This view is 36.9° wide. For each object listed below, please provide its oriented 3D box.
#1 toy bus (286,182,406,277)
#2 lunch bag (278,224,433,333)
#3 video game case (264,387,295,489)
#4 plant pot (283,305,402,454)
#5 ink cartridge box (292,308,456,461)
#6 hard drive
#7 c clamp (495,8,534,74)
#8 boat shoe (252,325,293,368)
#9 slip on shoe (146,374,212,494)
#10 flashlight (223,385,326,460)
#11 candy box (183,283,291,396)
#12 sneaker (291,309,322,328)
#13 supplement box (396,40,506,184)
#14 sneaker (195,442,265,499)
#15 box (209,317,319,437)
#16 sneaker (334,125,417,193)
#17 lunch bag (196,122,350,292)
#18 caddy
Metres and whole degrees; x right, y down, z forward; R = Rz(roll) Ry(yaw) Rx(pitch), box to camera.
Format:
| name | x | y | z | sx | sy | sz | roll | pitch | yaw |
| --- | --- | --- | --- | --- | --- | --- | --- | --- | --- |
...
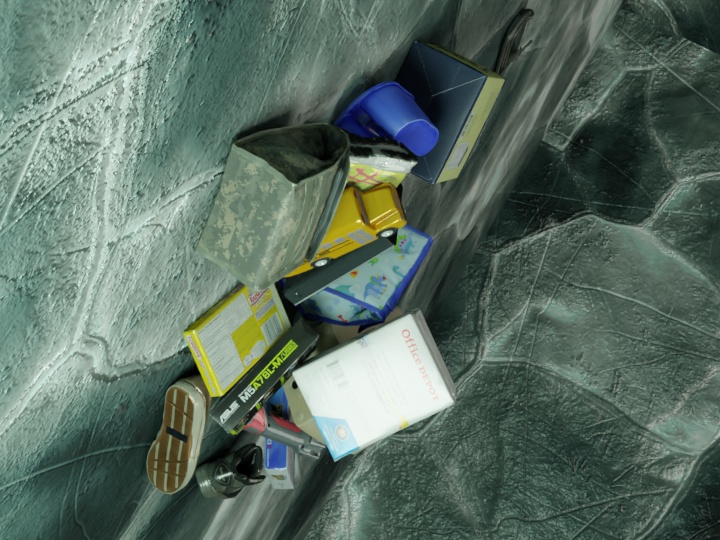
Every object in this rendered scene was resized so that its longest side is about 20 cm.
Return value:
| name | x | y | z | sx | sy | sz | roll | pitch | yaw |
| --- | --- | --- | --- | --- | --- | --- | --- | --- | --- |
| toy bus | -0.040 | -0.059 | 1.489 | 0.199 | 0.065 | 0.078 | -24 | 158 | 19 |
| lunch bag | 0.000 | 0.000 | 1.714 | 0.170 | 0.199 | 0.128 | -57 | 133 | -27 |
| video game case | -0.145 | 0.281 | 1.962 | 0.181 | 0.045 | 0.201 | 86 | 4 | -68 |
| plant pot | -0.026 | 0.179 | 1.819 | 0.200 | 0.201 | 0.177 | -33 | 154 | 27 |
| ink cartridge box | 0.026 | 0.166 | 1.619 | 0.199 | 0.148 | 0.145 | -25 | 179 | 7 |
| hard drive | -0.025 | -0.046 | 1.599 | 0.200 | 0.033 | 0.140 | -31 | -148 | 31 |
| c clamp | 0.357 | -0.529 | 2.473 | 0.171 | 0.027 | 0.200 | -51 | 167 | -19 |
| boat shoe | -0.154 | 0.103 | 1.679 | 0.075 | 0.062 | 0.200 | -48 | 174 | 10 |
| slip on shoe | -0.256 | 0.234 | 1.549 | 0.061 | 0.076 | 0.201 | -38 | 147 | -56 |
| flashlight | -0.143 | 0.255 | 1.815 | 0.200 | 0.068 | 0.068 | 27 | 98 | -39 |
| candy box | -0.170 | 0.084 | 1.525 | 0.200 | 0.026 | 0.103 | -44 | 116 | -53 |
| sneaker | -0.058 | 0.067 | 1.963 | 0.200 | 0.074 | 0.118 | -46 | 168 | -44 |
| supplement box | 0.134 | -0.270 | 1.847 | 0.201 | 0.134 | 0.200 | -64 | 168 | 15 |
| sneaker | -0.210 | 0.357 | 1.918 | 0.114 | 0.077 | 0.199 | -18 | 167 | 6 |
| box | -0.143 | 0.166 | 1.627 | 0.193 | 0.048 | 0.200 | -45 | 176 | -10 |
| sneaker | -0.016 | -0.140 | 1.491 | 0.199 | 0.078 | 0.091 | 9 | 125 | -34 |
| lunch bag | -0.090 | -0.088 | 1.346 | 0.200 | 0.117 | 0.165 | -34 | 153 | -56 |
| caddy | 0.029 | -0.210 | 1.628 | 0.141 | 0.105 | 0.200 | -43 | 163 | 11 |
